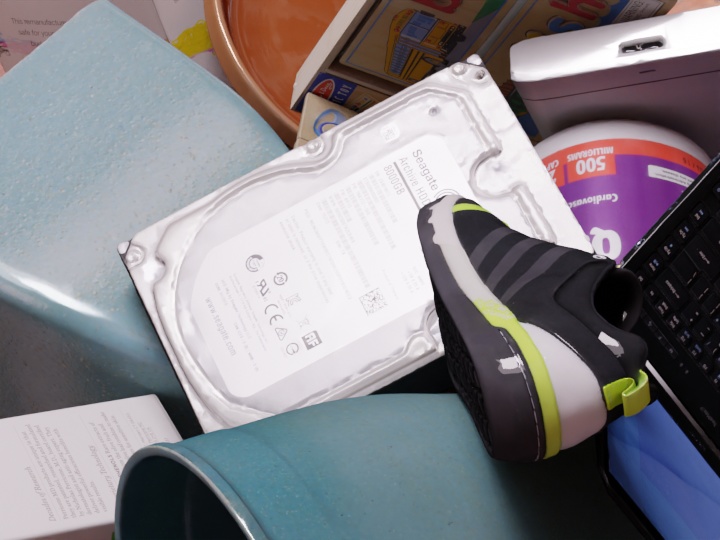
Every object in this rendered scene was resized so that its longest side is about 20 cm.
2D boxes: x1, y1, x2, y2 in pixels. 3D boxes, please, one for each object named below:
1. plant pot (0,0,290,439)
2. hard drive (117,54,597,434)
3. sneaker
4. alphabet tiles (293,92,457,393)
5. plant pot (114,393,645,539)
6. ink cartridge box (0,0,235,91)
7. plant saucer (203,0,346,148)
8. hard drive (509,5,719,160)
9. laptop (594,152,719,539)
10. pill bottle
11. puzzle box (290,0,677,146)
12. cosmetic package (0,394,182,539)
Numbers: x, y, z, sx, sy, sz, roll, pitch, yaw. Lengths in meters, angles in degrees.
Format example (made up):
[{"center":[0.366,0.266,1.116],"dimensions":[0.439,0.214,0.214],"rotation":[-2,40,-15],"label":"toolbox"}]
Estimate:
[{"center":[-0.113,0.015,1.313],"dimensions":[0.199,0.197,0.196],"rotation":[27,55,28],"label":"plant pot"},{"center":[0.000,0.000,1.167],"dimensions":[0.199,0.038,0.140],"rotation":[-27,60,-1],"label":"hard drive"},{"center":[0.077,0.022,1.042],"dimensions":[0.082,0.072,0.200],"rotation":[-15,27,-3],"label":"sneaker"},{"center":[0.050,0.007,1.264],"dimensions":[0.199,0.008,0.168],"rotation":[22,47,-14],"label":"alphabet tiles"},{"center":[0.020,0.140,1.081],"dimensions":[0.187,0.201,0.200],"rotation":[-20,32,-26],"label":"plant pot"},{"center":[-0.131,-0.165,1.545],"dimensions":[0.146,0.201,0.145],"rotation":[6,42,32],"label":"ink cartridge box"},{"center":[-0.003,-0.140,1.490],"dimensions":[0.032,0.200,0.201],"rotation":[-44,8,51],"label":"plant saucer"},{"center":[0.165,-0.067,1.273],"dimensions":[0.131,0.200,0.027],"rotation":[-9,63,16],"label":"hard drive"},{"center":[0.189,0.060,1.081],"dimensions":[0.200,0.177,0.103],"rotation":[-46,29,-10],"label":"laptop"},{"center":[0.127,0.032,1.205],"dimensions":[0.112,0.113,0.201],"rotation":[-11,51,13],"label":"pill bottle"},{"center":[0.058,-0.117,1.253],"dimensions":[0.132,0.200,0.026],"rotation":[19,59,-13],"label":"puzzle box"},{"center":[-0.179,0.136,1.175],"dimensions":[0.199,0.108,0.085],"rotation":[-10,43,-27],"label":"cosmetic package"}]
